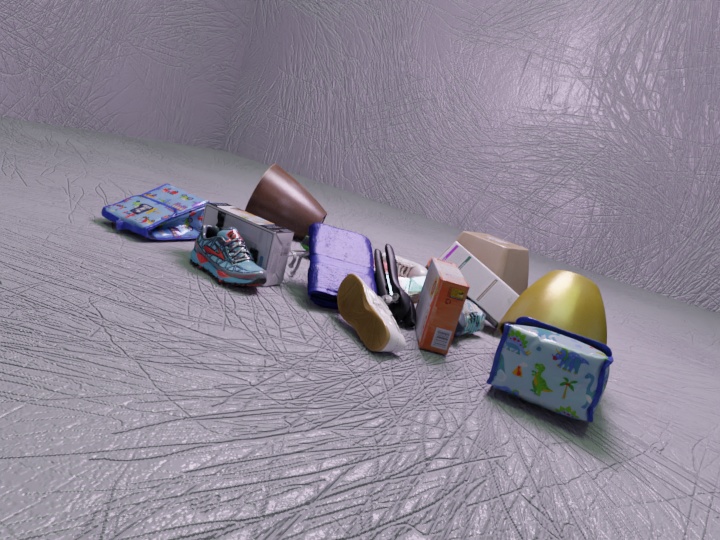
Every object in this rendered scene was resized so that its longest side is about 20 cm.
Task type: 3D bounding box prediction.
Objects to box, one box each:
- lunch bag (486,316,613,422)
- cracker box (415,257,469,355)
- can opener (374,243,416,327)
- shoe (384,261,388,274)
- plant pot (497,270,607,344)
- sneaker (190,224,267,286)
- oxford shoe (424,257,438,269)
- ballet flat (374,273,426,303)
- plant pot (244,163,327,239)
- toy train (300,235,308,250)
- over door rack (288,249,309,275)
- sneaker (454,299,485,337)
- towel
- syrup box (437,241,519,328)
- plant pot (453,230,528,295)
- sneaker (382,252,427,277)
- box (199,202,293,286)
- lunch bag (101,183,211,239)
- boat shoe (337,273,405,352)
[{"bbox_3d":[0.320,0.159,0.923,0.169,0.128,0.200,19,0,25],"label":"lunch bag"},{"bbox_3d":[0.152,0.062,1.072,0.057,0.135,0.200,16,13,-2],"label":"cracker box"},{"bbox_3d":[0.059,0.028,1.133,0.079,0.063,0.201,55,14,-51],"label":"can opener"},{"bbox_3d":[0.000,0.000,1.309,0.199,0.072,0.091,23,12,4],"label":"shoe"},{"bbox_3d":[0.384,0.085,1.061,0.199,0.142,0.200,25,-15,7],"label":"plant pot"},{"bbox_3d":[-0.255,-0.034,1.065,0.199,0.096,0.079,24,15,31],"label":"sneaker"},{"bbox_3d":[0.177,0.048,1.341,0.071,0.073,0.200,30,29,-9],"label":"oxford shoe"},{"bbox_3d":[0.079,0.049,1.193,0.199,0.072,0.072,2,16,-16],"label":"ballet flat"},{"bbox_3d":[-0.205,-0.176,1.607,0.199,0.187,0.187,30,13,-2],"label":"plant pot"},{"bbox_3d":[-0.065,-0.038,1.400,0.199,0.042,0.056,22,-21,25],"label":"toy train"},{"bbox_3d":[-0.165,-0.025,1.233,0.199,0.067,0.147,11,6,40],"label":"over door rack"},{"bbox_3d":[0.222,0.095,1.155,0.086,0.078,0.200,21,14,7],"label":"sneaker"},{"bbox_3d":[-0.041,-0.003,1.129,0.147,0.050,0.201,15,44,-20],"label":"towel"},{"bbox_3d":[0.264,0.032,1.266,0.200,0.081,0.079,45,-4,18],"label":"syrup box"},{"bbox_3d":[0.323,0.003,1.435,0.199,0.178,0.199,26,17,38],"label":"plant pot"},{"bbox_3d":[0.089,0.000,1.376,0.084,0.073,0.200,29,-5,-26],"label":"sneaker"},{"bbox_3d":[-0.241,-0.056,1.140,0.199,0.117,0.060,25,18,28],"label":"box"},{"bbox_3d":[-0.460,-0.117,1.239,0.150,0.095,0.200,23,27,25],"label":"lunch bag"},{"bbox_3d":[0.018,0.080,0.987,0.069,0.071,0.200,24,22,-36],"label":"boat shoe"}]
